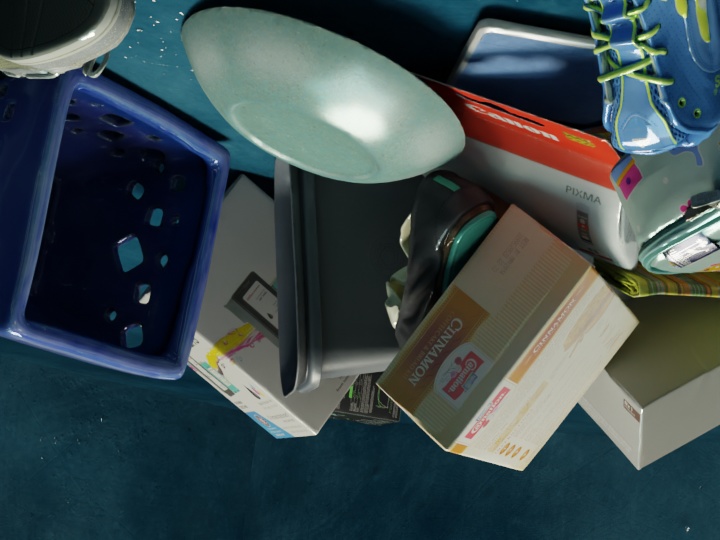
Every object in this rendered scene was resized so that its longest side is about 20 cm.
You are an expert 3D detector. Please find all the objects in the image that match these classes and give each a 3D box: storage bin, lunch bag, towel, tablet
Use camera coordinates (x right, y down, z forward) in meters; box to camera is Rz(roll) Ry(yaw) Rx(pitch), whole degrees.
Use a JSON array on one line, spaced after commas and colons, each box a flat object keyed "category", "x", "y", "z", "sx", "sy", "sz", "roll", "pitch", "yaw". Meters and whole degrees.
[{"category": "storage bin", "x": 0.000, "y": 0.000, "z": 0.946, "sx": 0.132, "sy": 0.204, "sz": 0.146, "roll": 0, "pitch": 169, "yaw": -10}, {"category": "lunch bag", "x": 0.253, "y": -0.057, "z": 0.654, "sx": 0.198, "sy": 0.078, "sz": 0.160, "roll": -3, "pitch": 161, "yaw": -36}, {"category": "towel", "x": 0.279, "y": 0.013, "z": 0.860, "sx": 0.197, "sy": 0.018, "sz": 0.086, "roll": 4, "pitch": -166, "yaw": -12}, {"category": "tablet", "x": 0.158, "y": -0.116, "z": 0.720, "sx": 0.197, "sy": 0.014, "sz": 0.130, "roll": 9, "pitch": 168, "yaw": -5}]

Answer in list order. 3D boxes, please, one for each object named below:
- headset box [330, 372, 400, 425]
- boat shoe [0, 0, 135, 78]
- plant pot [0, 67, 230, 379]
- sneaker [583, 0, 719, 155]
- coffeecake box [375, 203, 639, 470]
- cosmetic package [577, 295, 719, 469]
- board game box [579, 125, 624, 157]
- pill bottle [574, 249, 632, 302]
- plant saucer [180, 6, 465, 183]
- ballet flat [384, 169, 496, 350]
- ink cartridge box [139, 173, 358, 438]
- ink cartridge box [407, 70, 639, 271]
[{"category": "headset box", "x": -0.031, "y": 0.248, "z": 2.295, "sx": 0.197, "sy": 0.094, "sz": 0.174, "roll": 10, "pitch": 168, "yaw": -10}, {"category": "boat shoe", "x": -0.186, "y": -0.146, "z": 0.662, "sx": 0.064, "sy": 0.076, "sz": 0.200, "roll": 10, "pitch": 173, "yaw": -44}, {"category": "plant pot", "x": -0.242, "y": -0.036, "z": 0.903, "sx": 0.177, "sy": 0.203, "sz": 0.199, "roll": 6, "pitch": 170, "yaw": 32}, {"category": "sneaker", "x": 0.136, "y": -0.115, "z": 0.517, "sx": 0.075, "sy": 0.107, "sz": 0.199, "roll": -1, "pitch": 166, "yaw": 32}, {"category": "coffeecake box", "x": 0.115, "y": 0.058, "z": 0.834, "sx": 0.073, "sy": 0.154, "sz": 0.200, "roll": 40, "pitch": -176, "yaw": 25}, {"category": "cosmetic package", "x": 0.281, "y": 0.067, "z": 0.960, "sx": 0.198, "sy": 0.107, "sz": 0.091, "roll": -26, "pitch": 134, "yaw": -11}, {"category": "board game box", "x": 0.235, "y": -0.059, "z": 0.822, "sx": 0.197, "sy": 0.040, "sz": 0.158, "roll": 12, "pitch": 173, "yaw": -22}, {"category": "pill bottle", "x": 0.165, "y": 0.013, "z": 1.066, "sx": 0.198, "sy": 0.114, "sz": 0.112, "roll": -2, "pitch": 165, "yaw": 39}, {"category": "plant saucer", "x": -0.030, "y": -0.099, "z": 0.743, "sx": 0.198, "sy": 0.039, "sz": 0.201, "roll": 20, "pitch": 168, "yaw": 4}, {"category": "ballet flat", "x": 0.053, "y": 0.006, "z": 0.830, "sx": 0.072, "sy": 0.074, "sz": 0.202, "roll": 7, "pitch": 138, "yaw": 0}, {"category": "ink cartridge box", "x": -0.095, "y": 0.039, "z": 1.090, "sx": 0.199, "sy": 0.147, "sz": 0.147, "roll": 40, "pitch": 161, "yaw": -8}, {"category": "ink cartridge box", "x": 0.106, "y": -0.064, "z": 0.768, "sx": 0.161, "sy": 0.051, "sz": 0.200, "roll": 24, "pitch": -179, "yaw": 25}]
